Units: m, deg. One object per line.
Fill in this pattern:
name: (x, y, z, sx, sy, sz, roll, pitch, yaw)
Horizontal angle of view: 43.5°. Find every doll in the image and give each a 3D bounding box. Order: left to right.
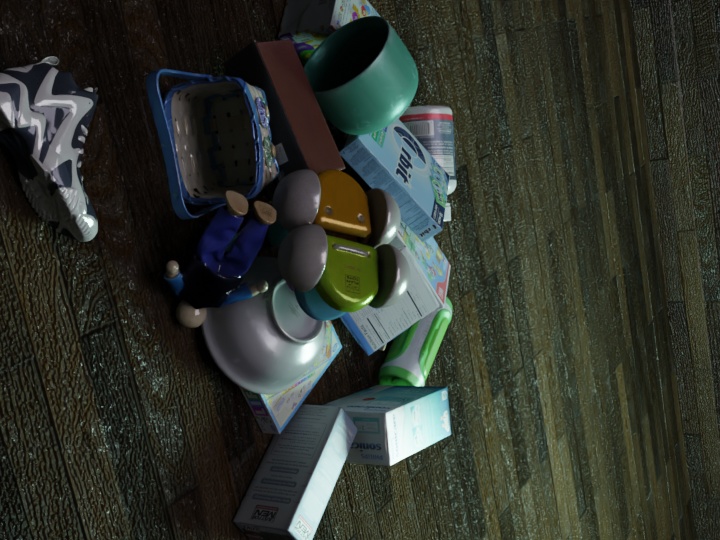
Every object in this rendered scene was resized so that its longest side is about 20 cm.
doll: (-0.175, -0.001, 1.128, 0.136, 0.200, 0.049, 18, 32, -31)

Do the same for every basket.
basket: (-0.190, -0.166, 1.138, 0.200, 0.138, 0.178, -28, 111, -61)

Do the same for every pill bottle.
pill bottle: (0.111, -0.186, 1.615, 0.119, 0.119, 0.202, -7, 94, -56)

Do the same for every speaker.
speaker: (0.099, 0.130, 1.605, 0.089, 0.088, 0.201, 59, 42, -35)

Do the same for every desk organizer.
desk organizer: (-0.103, -0.211, 1.241, 0.077, 0.071, 0.201, -23, 90, -49)

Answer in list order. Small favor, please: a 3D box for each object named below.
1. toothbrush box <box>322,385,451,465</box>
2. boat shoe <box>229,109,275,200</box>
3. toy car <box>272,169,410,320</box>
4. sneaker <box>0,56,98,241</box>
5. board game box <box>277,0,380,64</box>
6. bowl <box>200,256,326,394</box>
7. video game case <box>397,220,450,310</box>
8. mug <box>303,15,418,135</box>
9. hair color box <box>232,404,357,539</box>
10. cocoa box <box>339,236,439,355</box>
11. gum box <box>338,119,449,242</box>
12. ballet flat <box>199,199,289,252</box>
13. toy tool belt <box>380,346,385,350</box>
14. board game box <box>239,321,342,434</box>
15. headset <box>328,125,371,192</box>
toothbrush box: (0.034, 0.243, 1.443, 0.200, 0.146, 0.086, -11, 96, -55)
boat shoe: (-0.114, -0.159, 1.315, 0.201, 0.070, 0.072, 54, 51, -35)
toy car: (-0.042, -0.024, 1.170, 0.174, 0.150, 0.201, 13, 53, -32)
sneaker: (-0.320, -0.142, 0.992, 0.130, 0.079, 0.200, -48, 117, -36)
board game box: (-0.025, -0.362, 1.435, 0.200, 0.102, 0.106, 38, 56, -49)
bowl: (-0.113, 0.063, 1.236, 0.200, 0.090, 0.202, 21, 60, -40)
video game case: (0.085, -0.050, 1.452, 0.201, 0.017, 0.143, 57, 23, -20)
mug: (-0.003, -0.275, 1.315, 0.152, 0.185, 0.114, -55, 129, -14)
hair color box: (-0.090, 0.291, 1.292, 0.061, 0.098, 0.201, 59, 43, -37)
cocoa box: (0.000, 0.000, 1.336, 0.131, 0.200, 0.134, -35, 126, -3)
gum box: (0.059, -0.167, 1.428, 0.200, 0.044, 0.170, 46, 30, -21)
ballet flat: (-0.151, -0.060, 1.253, 0.200, 0.072, 0.073, -30, 112, -54)
toy tool belt: (0.035, 0.021, 1.504, 0.123, 0.124, 0.201, 76, 16, -54)
board game box: (-0.107, 0.123, 1.337, 0.200, 0.034, 0.135, -52, 129, -45)
headset: (0.001, -0.175, 1.469, 0.199, 0.094, 0.124, 28, 63, -34)
